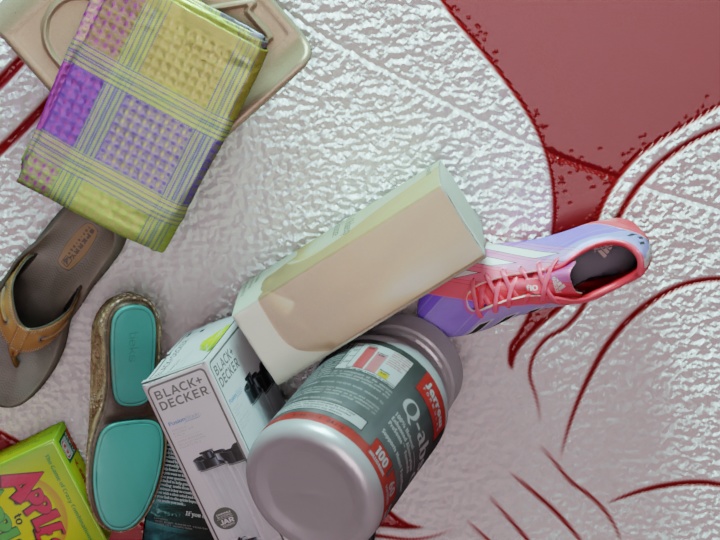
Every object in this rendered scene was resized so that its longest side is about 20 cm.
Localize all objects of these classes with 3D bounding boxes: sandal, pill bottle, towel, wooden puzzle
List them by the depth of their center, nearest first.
[{"bbox_3d":[-0.171,-0.129,1.520,0.143,0.023,0.201,27,103,-1],"label":"towel"},{"bbox_3d":[0.002,0.122,1.524,0.115,0.200,0.117,13,123,21],"label":"pill bottle"},{"bbox_3d":[-0.165,-0.189,1.542,0.185,0.046,0.200,-40,95,11],"label":"wooden puzzle"},{"bbox_3d":[-0.261,0.027,1.594,0.081,0.055,0.200,37,103,-7],"label":"sandal"}]

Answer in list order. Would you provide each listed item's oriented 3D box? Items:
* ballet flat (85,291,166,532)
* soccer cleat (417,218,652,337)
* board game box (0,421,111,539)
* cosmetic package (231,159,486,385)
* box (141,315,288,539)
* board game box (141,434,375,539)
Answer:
[{"bbox_3d":[-0.197,0.115,1.610,0.070,0.065,0.202,4,100,-21],"label":"ballet flat"},{"bbox_3d":[0.139,0.008,1.562,0.198,0.077,0.067,-17,104,6],"label":"soccer cleat"},{"bbox_3d":[-0.322,0.219,1.651,0.199,0.048,0.102,-24,102,8],"label":"board game box"},{"bbox_3d":[0.000,0.000,1.553,0.199,0.105,0.071,-32,101,8],"label":"cosmetic package"},{"bbox_3d":[-0.093,0.149,1.555,0.060,0.117,0.201,-20,102,19],"label":"box"},{"bbox_3d":[-0.080,0.182,1.641,0.198,0.028,0.137,10,105,0],"label":"board game box"}]
